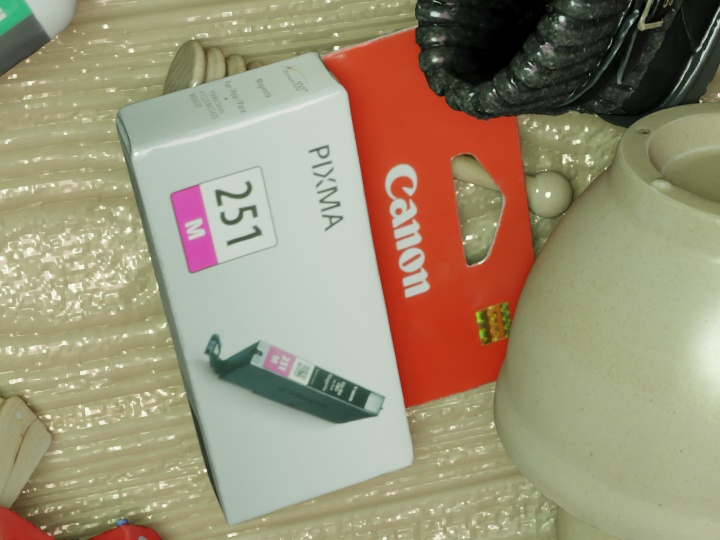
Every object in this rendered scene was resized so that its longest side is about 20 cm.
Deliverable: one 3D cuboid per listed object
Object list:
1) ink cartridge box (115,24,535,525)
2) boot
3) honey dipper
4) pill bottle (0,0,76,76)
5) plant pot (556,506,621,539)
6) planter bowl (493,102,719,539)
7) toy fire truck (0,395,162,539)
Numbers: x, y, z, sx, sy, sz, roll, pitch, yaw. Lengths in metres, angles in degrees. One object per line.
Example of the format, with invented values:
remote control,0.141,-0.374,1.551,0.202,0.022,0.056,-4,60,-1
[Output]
ink cartridge box,0.000,0.000,0.810,0.173,0.044,0.201,-17,124,-9
boot,0.112,-0.156,0.762,0.157,0.079,0.212,5,104,-53
honey dipper,0.009,-0.055,0.826,0.199,0.038,0.038,17,101,-25
pill bottle,-0.180,-0.111,0.701,0.200,0.113,0.113,-37,114,-4
plant pot,0.170,0.134,0.870,0.200,0.200,0.135,-37,77,-4
planter bowl,0.162,0.011,0.791,0.199,0.200,0.135,-6,121,-17
toy fire truck,-0.156,0.101,0.785,0.049,0.142,0.200,-24,155,28
